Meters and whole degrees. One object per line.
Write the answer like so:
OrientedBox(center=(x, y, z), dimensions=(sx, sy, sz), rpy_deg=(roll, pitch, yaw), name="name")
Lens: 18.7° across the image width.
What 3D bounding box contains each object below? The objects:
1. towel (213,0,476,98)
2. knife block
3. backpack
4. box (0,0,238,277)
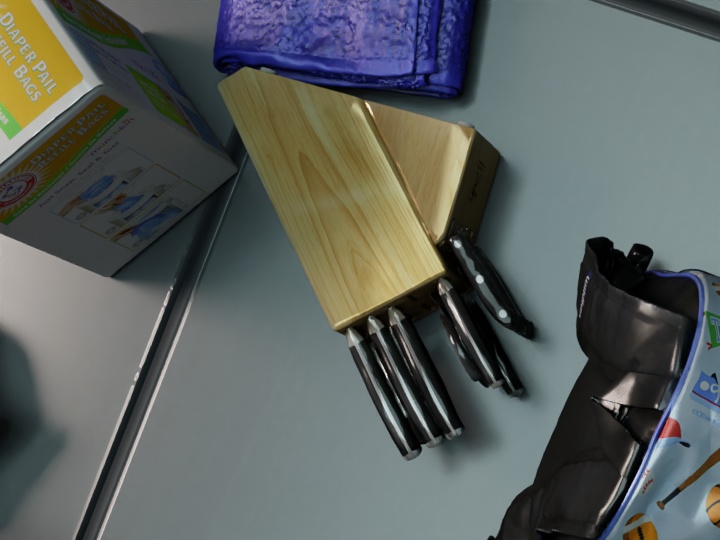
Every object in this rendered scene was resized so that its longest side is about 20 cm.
OrientedBox(center=(-0.002, -0.200, 1.202), dimensions=(0.147, 0.050, 0.201), rpy_deg=(7, 83, 16), name="towel")
OrientedBox(center=(0.000, 0.000, 1.162), dimensions=(0.199, 0.064, 0.176), rpy_deg=(17, 85, 18), name="knife block")
OrientedBox(center=(0.155, 0.091, 1.038), dimensions=(0.154, 0.191, 0.201), rpy_deg=(20, 87, 2), name="backpack")
OrientedBox(center=(-0.163, -0.083, 1.151), dimensions=(0.101, 0.200, 0.113), rpy_deg=(-38, 73, 7), name="box")
